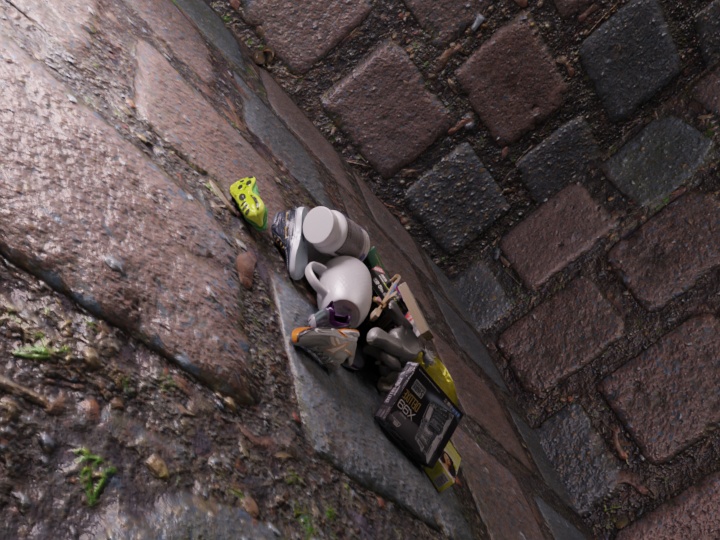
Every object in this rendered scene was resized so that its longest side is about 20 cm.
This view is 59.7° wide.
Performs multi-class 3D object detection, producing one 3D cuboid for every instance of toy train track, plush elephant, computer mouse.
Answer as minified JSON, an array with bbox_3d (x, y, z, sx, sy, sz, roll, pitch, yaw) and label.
[{"bbox_3d":[0.060,0.061,1.611,0.032,0.115,0.201,40,35,-3],"label":"toy train track"},{"bbox_3d":[0.079,0.209,1.605,0.198,0.155,0.166,38,39,-10],"label":"plush elephant"},{"bbox_3d":[0.025,0.215,1.700,0.202,0.034,0.059,55,13,4],"label":"computer mouse"}]

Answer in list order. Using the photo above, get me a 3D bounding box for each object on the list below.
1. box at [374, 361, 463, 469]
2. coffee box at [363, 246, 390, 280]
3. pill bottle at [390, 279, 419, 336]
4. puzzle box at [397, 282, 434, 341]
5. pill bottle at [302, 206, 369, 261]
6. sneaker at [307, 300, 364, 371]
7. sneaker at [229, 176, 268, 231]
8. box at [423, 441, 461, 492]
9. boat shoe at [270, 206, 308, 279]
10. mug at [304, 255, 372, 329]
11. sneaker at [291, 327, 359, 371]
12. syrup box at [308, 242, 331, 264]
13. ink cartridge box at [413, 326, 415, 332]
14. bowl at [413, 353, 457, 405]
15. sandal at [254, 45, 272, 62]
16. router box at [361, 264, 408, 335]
[{"bbox_3d":[0.144,0.348,1.513,0.201,0.159,0.049,49,-25,-22],"label":"box"},{"bbox_3d":[0.000,0.000,1.847,0.198,0.044,0.126,-7,-67,57],"label":"coffee box"},{"bbox_3d":[0.118,0.140,2.068,0.202,0.111,0.112,53,12,-1],"label":"pill bottle"},{"bbox_3d":[0.145,0.110,1.630,0.136,0.025,0.200,65,5,15],"label":"puzzle box"},{"bbox_3d":[-0.064,-0.091,1.658,0.115,0.113,0.199,59,15,27],"label":"pill bottle"},{"bbox_3d":[-0.036,0.160,1.495,0.200,0.087,0.075,46,14,-31],"label":"sneaker"},{"bbox_3d":[-0.276,-0.165,1.561,0.202,0.072,0.085,-117,-172,-49],"label":"sneaker"},{"bbox_3d":[0.214,0.495,1.617,0.076,0.050,0.200,54,12,6],"label":"box"},{"bbox_3d":[-0.184,-0.065,1.611,0.071,0.088,0.206,54,33,-55],"label":"boat shoe"},{"bbox_3d":[-0.060,0.053,1.581,0.198,0.148,0.177,38,20,-17],"label":"mug"},{"bbox_3d":[-0.072,0.173,1.372,0.197,0.074,0.096,11,80,-48],"label":"sneaker"},{"bbox_3d":[-0.121,-0.053,1.767,0.199,0.081,0.080,35,24,-53],"label":"syrup box"},{"bbox_3d":[0.125,0.228,1.896,0.044,0.093,0.201,48,13,-13],"label":"ink cartridge box"},{"bbox_3d":[0.153,0.328,1.652,0.105,0.202,0.203,-19,66,-32],"label":"bowl"},{"bbox_3d":[-0.470,-1.074,3.125,0.201,0.053,0.084,-55,138,-60],"label":"sandal"},{"bbox_3d":[0.043,0.097,1.763,0.152,0.061,0.201,56,-28,11],"label":"router box"}]
